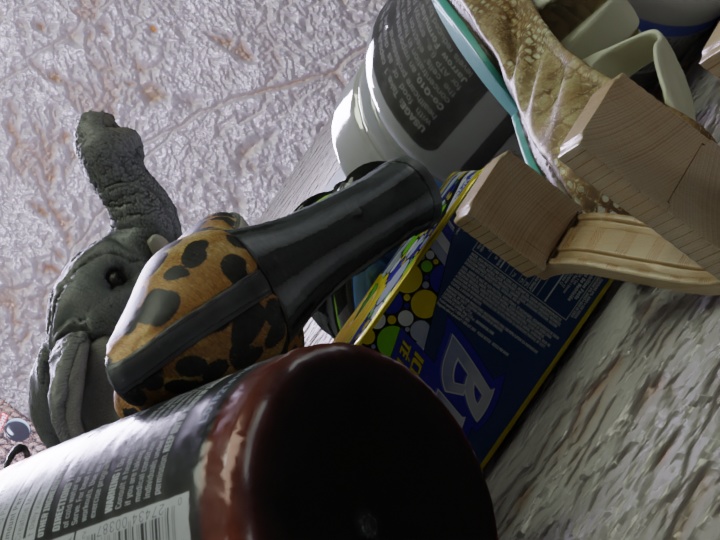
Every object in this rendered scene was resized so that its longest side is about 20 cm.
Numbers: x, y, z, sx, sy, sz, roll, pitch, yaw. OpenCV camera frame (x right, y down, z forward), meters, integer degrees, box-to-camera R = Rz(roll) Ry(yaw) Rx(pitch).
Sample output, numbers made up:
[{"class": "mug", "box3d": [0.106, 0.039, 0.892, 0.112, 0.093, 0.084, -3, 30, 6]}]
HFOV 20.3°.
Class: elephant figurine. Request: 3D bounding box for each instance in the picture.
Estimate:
[{"class": "elephant figurine", "box3d": [-0.109, 0.052, 1.008, 0.142, 0.199, 0.156, -48, 8, 39]}]

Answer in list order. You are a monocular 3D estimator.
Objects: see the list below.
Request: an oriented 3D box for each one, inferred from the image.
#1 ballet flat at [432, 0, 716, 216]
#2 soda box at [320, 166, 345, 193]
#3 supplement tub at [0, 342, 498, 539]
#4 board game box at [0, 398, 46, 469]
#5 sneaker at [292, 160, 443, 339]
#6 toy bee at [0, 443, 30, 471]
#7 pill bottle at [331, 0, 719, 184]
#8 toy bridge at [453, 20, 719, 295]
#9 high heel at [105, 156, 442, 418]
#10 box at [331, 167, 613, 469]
[{"class": "ballet flat", "box3d": [0.080, -0.068, 0.727, 0.065, 0.071, 0.201, -35, 35, 8]}, {"class": "soda box", "box3d": [0.045, -0.082, 1.188, 0.200, 0.063, 0.068, -52, 8, 24]}, {"class": "supplement tub", "box3d": [-0.060, 0.097, 0.608, 0.199, 0.107, 0.107, -24, 26, 42]}, {"class": "board game box", "box3d": [-0.486, 0.267, 2.695, 0.160, 0.199, 0.097, -56, 6, -12]}, {"class": "sneaker", "box3d": [0.000, 0.000, 0.841, 0.071, 0.082, 0.200, -55, -9, -9]}, {"class": "toy bee", "box3d": [-0.122, 0.194, 0.917, 0.132, 0.108, 0.201, -72, -7, -46]}, {"class": "pill bottle", "box3d": [0.071, -0.103, 0.879, 0.200, 0.113, 0.114, -47, 9, 49]}, {"class": "toy bridge", "box3d": [0.087, -0.024, 0.544, 0.027, 0.067, 0.200, -56, 8, -18]}, {"class": "high heel", "box3d": [-0.073, 0.032, 0.701, 0.142, 0.072, 0.200, -32, -4, -43]}, {"class": "box", "box3d": [0.005, 0.063, 0.720, 0.201, 0.064, 0.070, -54, 6, -2]}]
